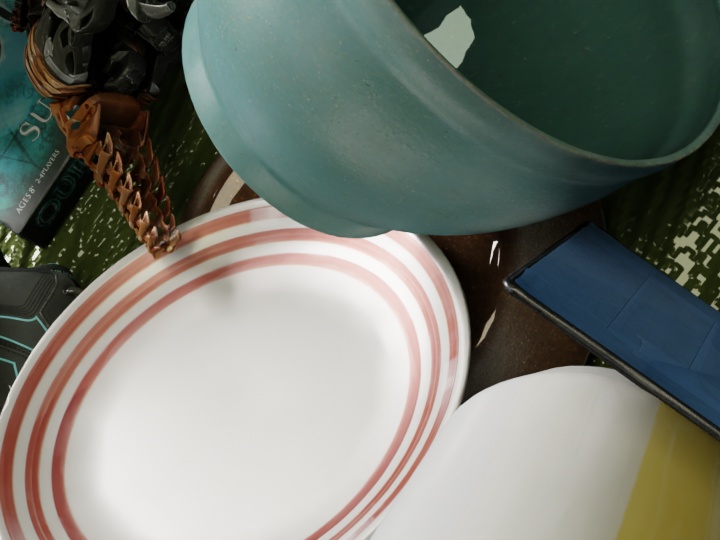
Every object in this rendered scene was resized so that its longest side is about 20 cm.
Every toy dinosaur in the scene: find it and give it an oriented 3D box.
[{"bbox_3d":[-0.097,-0.105,0.897,0.136,0.102,0.201,-36,80,44],"label":"toy dinosaur"}]

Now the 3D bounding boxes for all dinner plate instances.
[{"bbox_3d":[-0.049,0.053,0.815,0.199,0.024,0.201,-15,44,15],"label":"dinner plate"}]

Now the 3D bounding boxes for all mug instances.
[{"bbox_3d":[0.078,0.123,0.692,0.186,0.150,0.153,32,46,-6],"label":"mug"}]

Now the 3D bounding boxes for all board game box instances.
[{"bbox_3d":[-0.141,-0.128,0.976,0.135,0.028,0.200,33,89,26],"label":"board game box"}]

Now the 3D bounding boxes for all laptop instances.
[{"bbox_3d":[0.173,0.012,0.697,0.199,0.187,0.116,-21,92,15],"label":"laptop"}]

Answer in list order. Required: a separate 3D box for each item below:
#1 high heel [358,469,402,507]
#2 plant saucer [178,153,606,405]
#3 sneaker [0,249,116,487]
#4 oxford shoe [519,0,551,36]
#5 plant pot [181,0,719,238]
[{"bbox_3d":[0.013,0.140,0.774,0.200,0.067,0.096,-35,62,-15],"label":"high heel"},{"bbox_3d":[0.000,0.000,0.872,0.199,0.037,0.201,-8,70,21],"label":"plant saucer"},{"bbox_3d":[-0.127,0.043,0.897,0.200,0.075,0.079,30,85,26],"label":"sneaker"},{"bbox_3d":[0.049,-0.165,0.875,0.071,0.073,0.201,-25,80,6],"label":"oxford shoe"},{"bbox_3d":[0.018,-0.093,0.783,0.134,0.200,0.201,-36,62,39],"label":"plant pot"}]
